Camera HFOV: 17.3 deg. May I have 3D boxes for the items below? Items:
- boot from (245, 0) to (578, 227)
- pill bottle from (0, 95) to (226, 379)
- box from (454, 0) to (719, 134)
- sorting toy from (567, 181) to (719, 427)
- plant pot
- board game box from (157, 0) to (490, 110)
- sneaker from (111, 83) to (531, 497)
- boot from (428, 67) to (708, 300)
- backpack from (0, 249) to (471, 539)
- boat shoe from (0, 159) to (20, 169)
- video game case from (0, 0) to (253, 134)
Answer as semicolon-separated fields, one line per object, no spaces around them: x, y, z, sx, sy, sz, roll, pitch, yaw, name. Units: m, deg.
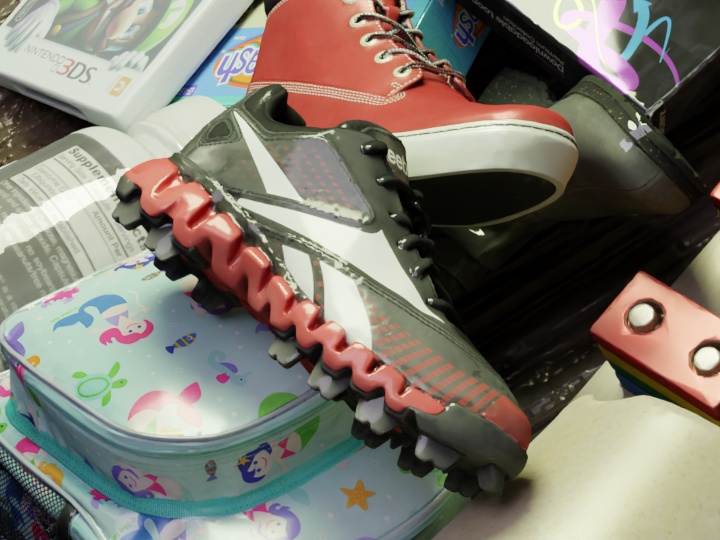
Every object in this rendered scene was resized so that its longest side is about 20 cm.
0.019;-0.092;0.992;0.200;0.072;0.144;-1;73;49;boot
-0.138;0.003;1.074;0.200;0.113;0.113;-28;47;-25;pill bottle
0.106;-0.161;1.071;0.143;0.036;0.200;-41;63;-16;box
0.205;0.029;0.952;0.200;0.070;0.199;-48;52;-11;sorting toy
0.080;0.152;0.867;0.200;0.201;0.184;21;59;34;plant pot
0.004;-0.142;1.153;0.152;0.045;0.200;4;55;43;board game box
0.000;0.000;0.879;0.098;0.071;0.200;-46;61;-7;sneaker
0.063;-0.018;1.024;0.131;0.068;0.200;-46;18;-7;boot
-0.049;0.080;0.970;0.177;0.151;0.200;-26;47;-25;backpack
-0.200;0.031;1.143;0.200;0.072;0.068;-43;49;-3;boat shoe
-0.098;-0.164;1.217;0.200;0.023;0.182;-51;33;-10;video game case
